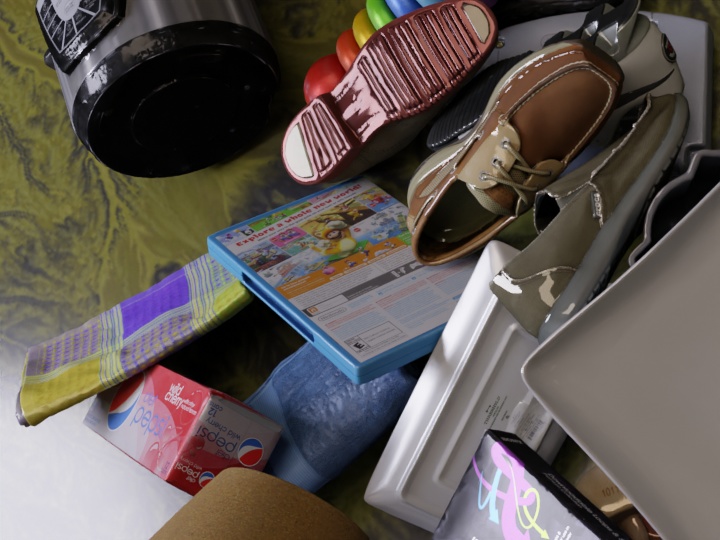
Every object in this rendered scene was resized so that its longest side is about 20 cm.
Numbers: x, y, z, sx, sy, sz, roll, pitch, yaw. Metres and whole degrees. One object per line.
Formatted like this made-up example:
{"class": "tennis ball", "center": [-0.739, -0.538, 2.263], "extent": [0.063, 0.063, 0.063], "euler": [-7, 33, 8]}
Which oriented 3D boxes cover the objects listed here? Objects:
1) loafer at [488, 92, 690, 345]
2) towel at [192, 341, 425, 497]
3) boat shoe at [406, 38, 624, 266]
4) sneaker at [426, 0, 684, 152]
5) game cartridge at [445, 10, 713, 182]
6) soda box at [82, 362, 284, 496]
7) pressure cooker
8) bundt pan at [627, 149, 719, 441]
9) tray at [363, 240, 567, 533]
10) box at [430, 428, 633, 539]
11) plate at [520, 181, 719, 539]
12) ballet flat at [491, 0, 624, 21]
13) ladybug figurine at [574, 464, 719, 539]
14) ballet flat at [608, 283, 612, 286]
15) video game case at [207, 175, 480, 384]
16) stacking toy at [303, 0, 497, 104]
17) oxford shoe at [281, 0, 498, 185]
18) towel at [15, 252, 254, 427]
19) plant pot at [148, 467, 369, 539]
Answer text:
{"class": "loafer", "center": [0.146, -0.044, 0.889], "extent": [0.069, 0.076, 0.201], "euler": [28, 62, 14]}
{"class": "towel", "center": [-0.042, 0.109, 1.002], "extent": [0.200, 0.048, 0.112], "euler": [-43, 35, 14]}
{"class": "boat shoe", "center": [0.099, -0.067, 0.936], "extent": [0.200, 0.075, 0.074], "euler": [-46, 21, 43]}
{"class": "sneaker", "center": [0.134, -0.109, 0.984], "extent": [0.199, 0.089, 0.075], "euler": [-21, 32, 42]}
{"class": "game cartridge", "center": [0.159, -0.123, 1.037], "extent": [0.197, 0.042, 0.135], "euler": [-2, 66, 24]}
{"class": "soda box", "center": [-0.132, 0.111, 1.009], "extent": [0.071, 0.063, 0.199], "euler": [-62, 26, -9]}
{"class": "pressure cooker", "center": [-0.170, -0.198, 1.140], "extent": [0.174, 0.179, 0.202], "euler": [-13, 61, -15]}
{"class": "bundt pan", "center": [0.260, 0.016, 0.883], "extent": [0.199, 0.076, 0.205], "euler": [0, 86, 2]}
{"class": "tray", "center": [0.089, 0.091, 0.928], "extent": [0.106, 0.022, 0.202], "euler": [24, 104, -6]}
{"class": "box", "center": [0.112, 0.210, 0.856], "extent": [0.200, 0.036, 0.144], "euler": [41, 111, 45]}
{"class": "plate", "center": [0.227, 0.067, 0.828], "extent": [0.199, 0.032, 0.200], "euler": [-42, 86, -2]}
{"class": "ballet flat", "center": [0.127, -0.218, 1.089], "extent": [0.198, 0.057, 0.067], "euler": [6, 87, 33]}
{"class": "ladybug figurine", "center": [0.193, 0.212, 0.870], "extent": [0.134, 0.072, 0.202], "euler": [-22, 63, 16]}
{"class": "ballet flat", "center": [0.128, 0.054, 0.970], "extent": [0.198, 0.071, 0.066], "euler": [-20, 55, 7]}
{"class": "video game case", "center": [0.000, 0.000, 1.001], "extent": [0.142, 0.018, 0.200], "euler": [-23, 39, -26]}
{"class": "stacking toy", "center": [0.028, -0.185, 1.075], "extent": [0.200, 0.085, 0.086], "euler": [-43, 56, 29]}
{"class": "oxford shoe", "center": [0.029, -0.133, 1.052], "extent": [0.199, 0.074, 0.071], "euler": [-32, 74, 29]}
{"class": "towel", "center": [-0.171, 0.045, 1.068], "extent": [0.198, 0.023, 0.144], "euler": [-28, 18, 3]}
{"class": "plant pot", "center": [-0.075, 0.210, 0.715], "extent": [0.184, 0.187, 0.201], "euler": [14, 63, 28]}
